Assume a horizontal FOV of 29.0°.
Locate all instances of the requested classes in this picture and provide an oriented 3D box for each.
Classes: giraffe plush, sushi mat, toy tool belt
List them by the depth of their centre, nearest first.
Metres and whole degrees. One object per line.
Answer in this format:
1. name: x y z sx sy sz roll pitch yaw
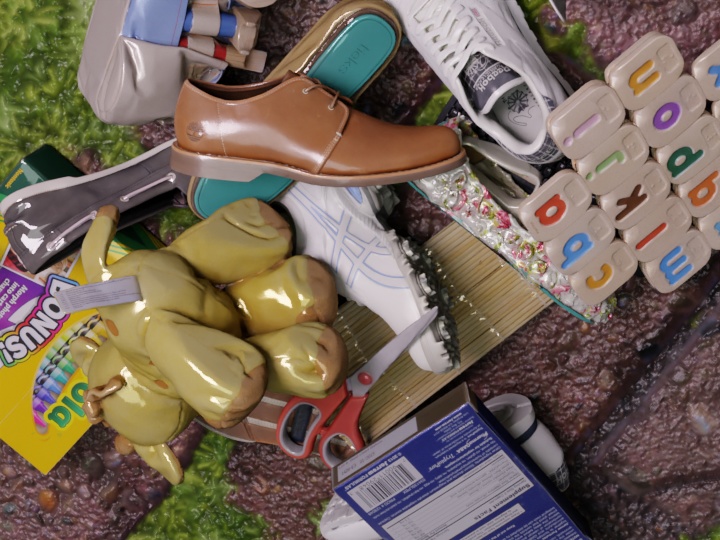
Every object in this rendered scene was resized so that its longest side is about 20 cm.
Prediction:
1. giraffe plush: -0.126 0.062 0.964 0.200 0.173 0.162 3 141 -23
2. toy tool belt: -0.116 -0.190 0.982 0.123 0.125 0.200 5 119 -32
3. sushi mat: 0.044 0.041 1.039 0.200 0.012 0.096 -37 97 -3

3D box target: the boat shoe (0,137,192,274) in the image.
1. boat shoe: -0.160 -0.052 1.016 0.200 0.067 0.057 -20 79 -14

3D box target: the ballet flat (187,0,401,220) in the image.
1. ballet flat: -0.048 -0.115 0.991 0.200 0.063 0.069 -44 120 11

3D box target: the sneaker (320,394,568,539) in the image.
1. sneaker: 0.062 0.175 1.084 0.200 0.076 0.081 -27 111 18

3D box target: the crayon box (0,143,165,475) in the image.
1. crayon box: -0.247 0.033 1.094 0.173 0.058 0.200 42 110 -6

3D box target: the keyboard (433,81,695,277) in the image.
1. keyboard: 0.153 -0.078 1.005 0.200 0.040 0.104 30 111 -3

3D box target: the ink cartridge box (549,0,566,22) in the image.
1. ink cartridge box: 0.129 -0.270 0.895 0.125 0.129 0.200 13 110 5

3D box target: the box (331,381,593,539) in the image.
1. box: 0.086 0.184 1.029 0.121 0.032 0.200 -34 115 14

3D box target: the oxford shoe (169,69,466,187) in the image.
1. oxford shoe: -0.026 -0.096 0.928 0.200 0.071 0.071 3 107 -6

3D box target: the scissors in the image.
1. scissors: -0.008 0.078 0.983 0.073 0.014 0.200 29 133 6

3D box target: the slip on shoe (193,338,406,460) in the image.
1. slip on shoe: -0.059 0.093 1.075 0.200 0.061 0.076 16 108 -4

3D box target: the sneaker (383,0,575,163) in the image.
1. sneaker: 0.075 -0.156 0.953 0.200 0.080 0.076 48 115 10

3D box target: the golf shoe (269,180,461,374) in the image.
1. golf shoe: 0.000 0.000 1.003 0.097 0.078 0.200 -32 67 10

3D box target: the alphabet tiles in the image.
1. alphabet tiles: 0.205 -0.069 0.950 0.196 0.015 0.200 -41 131 3

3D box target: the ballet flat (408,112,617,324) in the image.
1. ballet flat: 0.119 -0.037 0.996 0.200 0.076 0.064 36 121 -11
